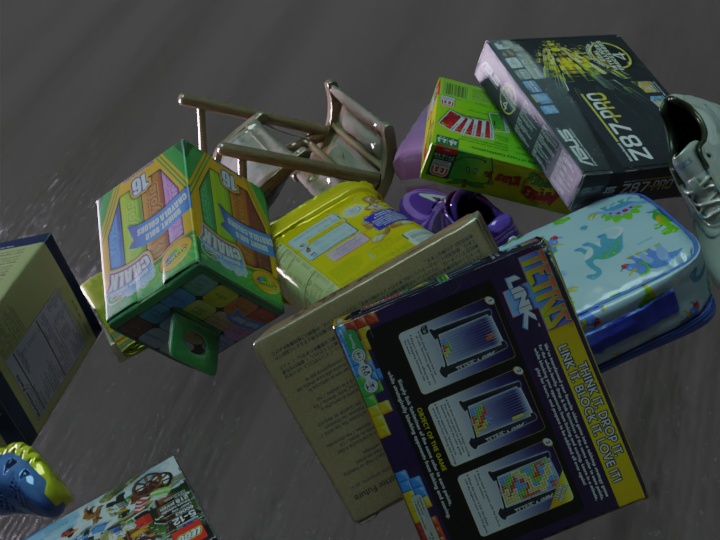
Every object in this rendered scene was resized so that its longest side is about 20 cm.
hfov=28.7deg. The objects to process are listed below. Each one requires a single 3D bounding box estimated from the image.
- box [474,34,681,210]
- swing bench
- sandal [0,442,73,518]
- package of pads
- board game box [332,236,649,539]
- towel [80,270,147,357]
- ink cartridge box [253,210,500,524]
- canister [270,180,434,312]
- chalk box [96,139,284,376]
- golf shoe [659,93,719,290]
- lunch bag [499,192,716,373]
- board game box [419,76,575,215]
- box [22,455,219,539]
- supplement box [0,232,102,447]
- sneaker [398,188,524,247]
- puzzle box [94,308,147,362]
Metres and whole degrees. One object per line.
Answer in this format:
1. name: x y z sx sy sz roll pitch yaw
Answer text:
1. box: 0.221 -0.145 1.327 0.161 0.049 0.200 -8 48 -24
2. swing bench: -0.083 -0.121 1.575 0.200 0.130 0.199 -8 24 -17
3. sandal: -0.337 0.203 1.286 0.200 0.080 0.087 -2 38 48
4. package of pads: 0.144 -0.137 1.500 0.200 0.076 0.121 -6 36 29
5. board game box: 0.092 0.098 1.015 0.165 0.200 0.057 -22 2 0
6. towel: -0.241 0.030 1.505 0.086 0.018 0.200 -29 29 -12
7. ink cartridge box: 0.045 0.073 1.088 0.200 0.165 0.075 -29 3 8
8. canister: 0.000 0.000 1.364 0.148 0.087 0.200 -32 31 -14
9. chalk box: -0.161 0.003 1.344 0.124 0.125 0.200 -32 50 24
10. golf shoe: 0.293 -0.062 1.189 0.078 0.097 0.200 -36 49 35
11. lunch bag: 0.187 0.023 1.193 0.200 0.083 0.161 -26 28 -5
12. board game box: 0.162 -0.113 1.350 0.200 0.048 0.102 14 46 -5
13. box: -0.217 0.245 1.157 0.200 0.038 0.137 -29 29 -10
14. supplement box: -0.414 0.084 1.470 0.200 0.134 0.200 -11 31 22
15. sneaker: 0.101 -0.053 1.382 0.081 0.084 0.200 -34 30 -19
16. puzzle box: -0.191 0.018 1.533 0.200 0.025 0.133 -28 30 -9
